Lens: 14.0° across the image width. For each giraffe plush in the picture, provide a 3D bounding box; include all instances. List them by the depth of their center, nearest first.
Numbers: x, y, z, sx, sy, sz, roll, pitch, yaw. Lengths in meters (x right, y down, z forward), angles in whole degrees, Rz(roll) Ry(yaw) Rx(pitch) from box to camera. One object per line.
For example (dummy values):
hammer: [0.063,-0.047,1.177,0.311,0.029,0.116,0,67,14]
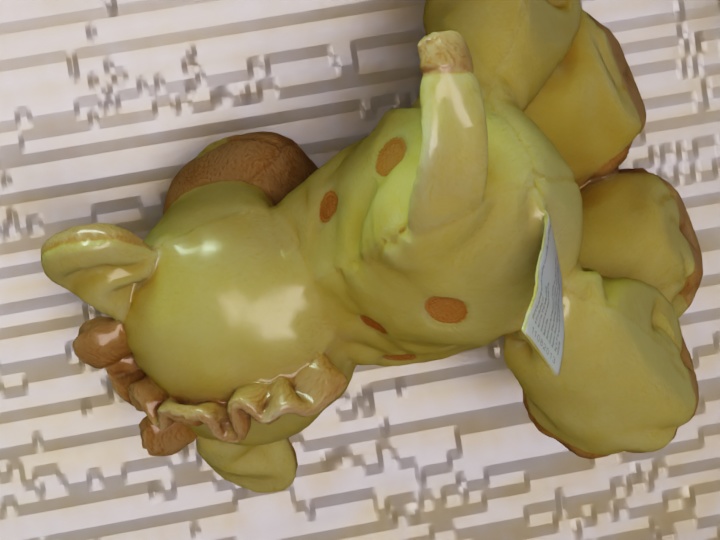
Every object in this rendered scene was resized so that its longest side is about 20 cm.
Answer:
giraffe plush: [0.000,0.000,0.910,0.162,0.200,0.173,-19,104,22]
